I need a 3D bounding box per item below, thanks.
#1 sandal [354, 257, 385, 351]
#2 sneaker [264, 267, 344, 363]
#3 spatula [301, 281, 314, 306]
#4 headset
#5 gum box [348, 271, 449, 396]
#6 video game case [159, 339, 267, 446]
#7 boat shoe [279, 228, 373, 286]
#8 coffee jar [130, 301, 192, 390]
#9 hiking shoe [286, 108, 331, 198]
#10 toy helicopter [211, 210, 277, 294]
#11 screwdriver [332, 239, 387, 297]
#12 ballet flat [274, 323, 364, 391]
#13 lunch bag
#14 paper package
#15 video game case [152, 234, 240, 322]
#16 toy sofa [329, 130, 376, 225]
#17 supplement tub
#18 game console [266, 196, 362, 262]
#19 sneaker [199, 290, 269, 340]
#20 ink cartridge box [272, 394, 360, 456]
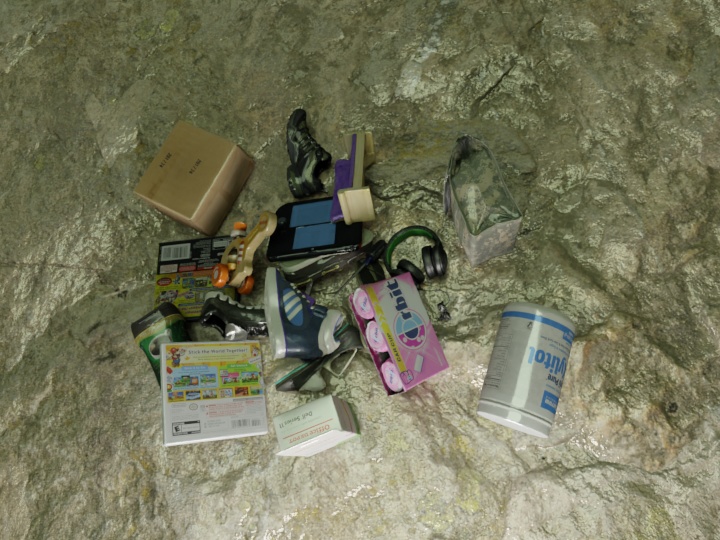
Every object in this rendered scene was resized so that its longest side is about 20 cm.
[{"bbox_3d":[0.024,0.070,1.083,0.078,0.058,0.205,10,52,-21],"label":"sandal"},{"bbox_3d":[-0.106,0.079,1.052,0.142,0.082,0.203,-2,49,-18],"label":"sneaker"},{"bbox_3d":[-0.096,0.013,1.143,0.056,0.021,0.203,25,79,20],"label":"spatula"},{"bbox_3d":[0.124,0.004,1.086,0.122,0.094,0.202,-30,54,5],"label":"headset"},{"bbox_3d":[0.068,0.110,1.005,0.112,0.066,0.204,-17,80,-33],"label":"gum box"},{"bbox_3d":[-0.280,0.228,1.047,0.195,0.023,0.187,3,67,-31],"label":"video game case"},{"bbox_3d":[-0.064,-0.027,1.113,0.196,0.062,0.072,-19,38,-8],"label":"boat shoe"},{"bbox_3d":[-0.378,0.170,1.104,0.103,0.085,0.203,-31,78,-3],"label":"coffee jar"},{"bbox_3d":[-0.112,-0.261,1.215,0.098,0.076,0.206,-3,81,2],"label":"hiking shoe"},{"bbox_3d":[-0.229,-0.055,1.109,0.200,0.078,0.135,-42,46,33],"label":"toy helicopter"},{"bbox_3d":[0.000,0.000,1.073,0.027,0.030,0.201,14,44,27],"label":"screwdriver"},{"bbox_3d":[-0.074,0.187,1.061,0.199,0.068,0.069,-39,81,-3],"label":"ballet flat"},{"bbox_3d":[0.218,-0.137,1.048,0.115,0.164,0.204,-20,69,3],"label":"lunch bag"},{"bbox_3d":[-0.371,-0.208,1.228,0.187,0.104,0.203,24,79,19],"label":"paper package"},{"bbox_3d":[-0.355,0.020,1.193,0.194,0.026,0.186,-5,71,9],"label":"video game case"},{"bbox_3d":[-0.019,-0.195,1.125,0.095,0.084,0.204,-4,49,8],"label":"toy sofa"},{"bbox_3d":[0.289,0.171,0.954,0.129,0.132,0.205,15,76,16],"label":"supplement tub"},{"bbox_3d":[-0.090,-0.091,1.125,0.194,0.032,0.179,-8,38,9],"label":"game console"},{"bbox_3d":[-0.232,0.109,1.090,0.195,0.068,0.091,17,40,1],"label":"sneaker"},{"bbox_3d":[-0.078,0.273,0.959,0.115,0.200,0.069,-22,69,3],"label":"ink cartridge box"}]
